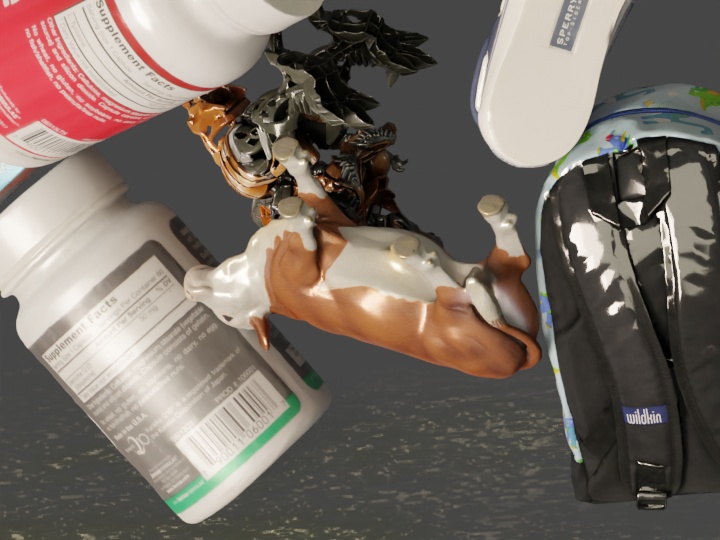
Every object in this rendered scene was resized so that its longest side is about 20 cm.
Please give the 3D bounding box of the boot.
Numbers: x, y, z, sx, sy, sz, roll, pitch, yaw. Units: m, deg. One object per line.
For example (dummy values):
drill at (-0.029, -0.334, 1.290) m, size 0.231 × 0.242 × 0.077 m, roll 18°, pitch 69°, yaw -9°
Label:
boot at (0.104, -0.153, 1.127) m, size 0.073 × 0.090 × 0.200 m, roll 22°, pitch 99°, yaw -11°

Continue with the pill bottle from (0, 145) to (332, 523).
pill bottle at (-0.120, 0.034, 1.255) m, size 0.113 × 0.113 × 0.200 m, roll -40°, pitch 92°, yaw 24°

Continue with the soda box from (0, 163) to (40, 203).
soda box at (-0.243, -0.053, 1.292) m, size 0.200 × 0.064 × 0.068 m, roll -38°, pitch 93°, yaw 24°

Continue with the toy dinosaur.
toy dinosaur at (-0.037, -0.071, 1.213) m, size 0.200 × 0.102 × 0.136 m, roll 26°, pitch 132°, yaw -15°

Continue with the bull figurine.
bull figurine at (0.000, 0.000, 1.159) m, size 0.200 × 0.065 × 0.121 m, roll 12°, pitch 145°, yaw 18°

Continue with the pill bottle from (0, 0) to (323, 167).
pill bottle at (-0.118, -0.133, 1.141) m, size 0.200 × 0.112 × 0.112 m, roll -21°, pitch 100°, yaw 34°

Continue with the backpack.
backpack at (0.163, 0.005, 1.155) m, size 0.163 × 0.154 × 0.200 m, roll -11°, pitch 125°, yaw 25°
